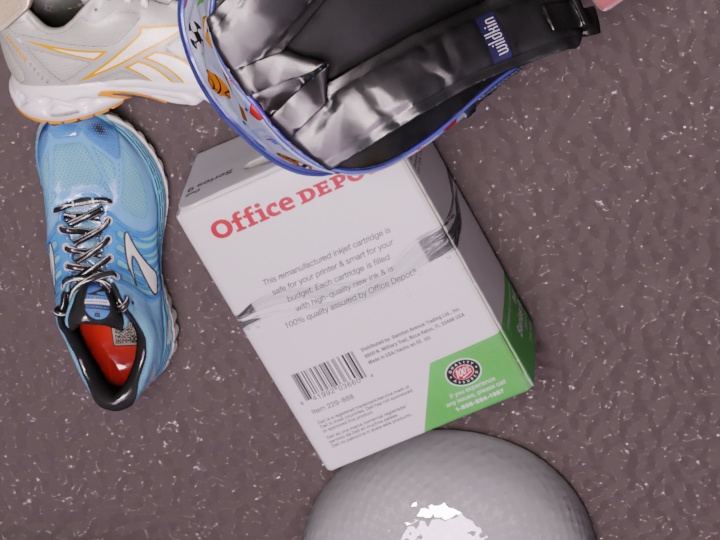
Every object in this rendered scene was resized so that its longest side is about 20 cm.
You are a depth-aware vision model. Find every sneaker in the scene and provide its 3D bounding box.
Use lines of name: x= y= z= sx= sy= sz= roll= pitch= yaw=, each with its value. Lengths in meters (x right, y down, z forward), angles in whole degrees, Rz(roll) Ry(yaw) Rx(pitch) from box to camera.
sneaker: x=-0.154 y=-0.004 z=1.771 sx=0.078 sy=0.090 sz=0.201 roll=-7 pitch=117 yaw=9
sneaker: x=-0.122 y=-0.147 z=1.691 sx=0.199 sy=0.076 sz=0.092 roll=-11 pitch=128 yaw=11

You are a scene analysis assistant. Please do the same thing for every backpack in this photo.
backpack: x=-0.005 y=-0.149 z=1.602 sx=0.190 sy=0.154 sz=0.200 roll=-42 pitch=99 yaw=-19

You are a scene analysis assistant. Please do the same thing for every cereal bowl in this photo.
cereal bowl: x=0.055 y=0.207 z=1.872 sx=0.199 sy=0.083 sz=0.201 roll=3 pitch=118 yaw=5

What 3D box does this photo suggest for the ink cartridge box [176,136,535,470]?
ink cartridge box: x=0.000 y=0.000 z=1.761 sx=0.145 sy=0.084 sz=0.201 roll=-22 pitch=114 yaw=17

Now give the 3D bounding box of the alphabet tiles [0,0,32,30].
alphabet tiles: x=-0.230 y=-0.244 z=1.658 sx=0.200 sy=0.015 sz=0.196 roll=-36 pitch=92 yaw=22

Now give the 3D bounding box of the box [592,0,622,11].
box: x=0.135 y=-0.274 z=1.585 sx=0.152 sy=0.107 sz=0.200 roll=-34 pitch=110 yaw=21
